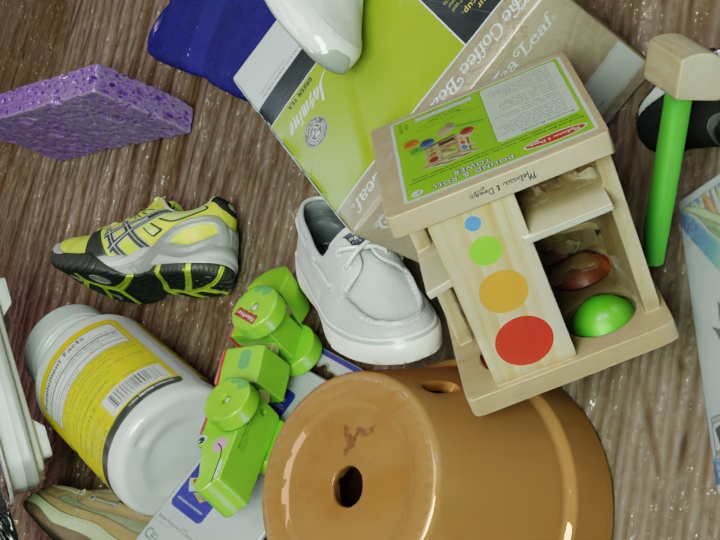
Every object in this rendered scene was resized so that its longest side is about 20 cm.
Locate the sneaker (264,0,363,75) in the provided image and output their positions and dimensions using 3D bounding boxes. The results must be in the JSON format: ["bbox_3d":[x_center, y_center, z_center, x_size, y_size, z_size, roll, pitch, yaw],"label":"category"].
[{"bbox_3d":[-0.022,-0.219,0.838,0.080,0.070,0.201,-28,54,29],"label":"sneaker"}]

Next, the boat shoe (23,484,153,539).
[{"bbox_3d":[-0.198,0.205,1.036,0.200,0.072,0.076,15,59,45],"label":"boat shoe"}]

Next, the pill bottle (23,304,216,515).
[{"bbox_3d":[-0.192,0.102,1.027,0.200,0.111,0.112,33,97,46],"label":"pill bottle"}]

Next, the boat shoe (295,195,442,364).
[{"bbox_3d":[0.000,0.000,0.886,0.200,0.072,0.069,-122,20,-63],"label":"boat shoe"}]

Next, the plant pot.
[{"bbox_3d":[0.034,0.144,0.789,0.200,0.140,0.201,-16,65,38],"label":"plant pot"}]

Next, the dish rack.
[{"bbox_3d":[-0.293,0.090,1.044,0.172,0.043,0.201,144,110,-70],"label":"dish rack"}]

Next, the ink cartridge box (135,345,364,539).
[{"bbox_3d":[-0.070,0.147,0.927,0.099,0.039,0.200,26,74,44],"label":"ink cartridge box"}]

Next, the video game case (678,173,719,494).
[{"bbox_3d":[0.240,0.009,0.669,0.200,0.022,0.183,135,137,-61],"label":"video game case"}]

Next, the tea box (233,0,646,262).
[{"bbox_3d":[0.051,-0.136,0.881,0.200,0.133,0.197,-50,47,16],"label":"tea box"}]

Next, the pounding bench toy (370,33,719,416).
[{"bbox_3d":[0.129,-0.029,0.741,0.200,0.156,0.124,-22,27,8],"label":"pounding bench toy"}]

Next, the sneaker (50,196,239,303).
[{"bbox_3d":[-0.180,-0.019,1.098,0.200,0.075,0.077,0,67,31],"label":"sneaker"}]

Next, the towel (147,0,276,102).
[{"bbox_3d":[-0.098,-0.228,1.114,0.200,0.049,0.148,30,102,43],"label":"towel"}]

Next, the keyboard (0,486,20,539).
[{"bbox_3d":[-0.275,0.235,1.023,0.200,0.021,0.127,67,162,7],"label":"keyboard"}]

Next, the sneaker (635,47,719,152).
[{"bbox_3d":[0.251,-0.089,0.729,0.200,0.076,0.088,-19,69,36],"label":"sneaker"}]

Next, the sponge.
[{"bbox_3d":[-0.262,-0.141,1.179,0.200,0.111,0.030,-7,72,40],"label":"sponge"}]

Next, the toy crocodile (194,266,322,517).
[{"bbox_3d":[-0.077,0.080,0.911,0.062,0.068,0.200,-10,50,32],"label":"toy crocodile"}]
